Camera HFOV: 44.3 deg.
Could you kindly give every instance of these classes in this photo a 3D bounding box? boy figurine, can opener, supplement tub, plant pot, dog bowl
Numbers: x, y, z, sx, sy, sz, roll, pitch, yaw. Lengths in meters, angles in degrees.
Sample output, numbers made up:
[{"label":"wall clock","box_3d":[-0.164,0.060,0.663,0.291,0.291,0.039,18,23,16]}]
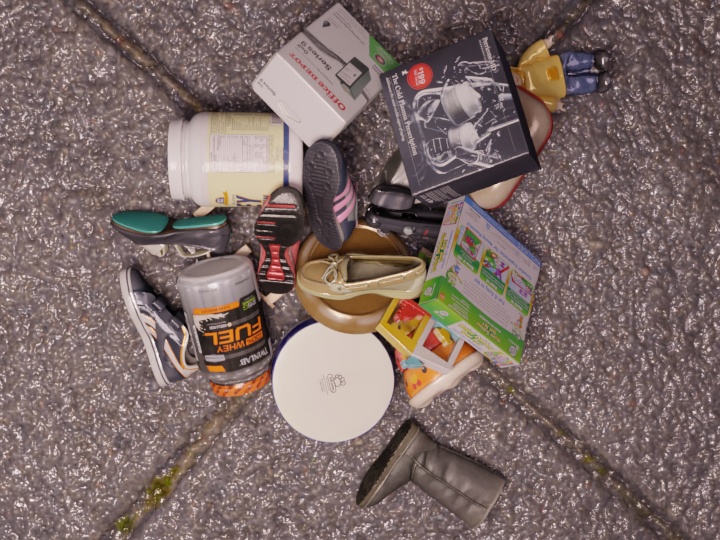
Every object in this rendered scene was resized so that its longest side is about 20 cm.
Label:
[{"label":"boy figurine","box_3d":[0.302,-0.320,1.440,0.199,0.064,0.125,-6,98,-7]},{"label":"can opener","box_3d":[0.098,-0.079,1.420,0.199,0.079,0.064,14,51,-22]},{"label":"supplement tub","box_3d":[-0.189,-0.170,1.361,0.199,0.145,0.146,0,94,-5]},{"label":"plant pot","box_3d":[-0.008,0.002,1.408,0.199,0.028,0.201,2,67,-6]},{"label":"supplement tub","box_3d":[-0.207,0.086,1.379,0.122,0.123,0.201,-13,108,-4]},{"label":"dog bowl","box_3d":[-0.046,0.173,1.432,0.199,0.079,0.201,0,94,-5]}]

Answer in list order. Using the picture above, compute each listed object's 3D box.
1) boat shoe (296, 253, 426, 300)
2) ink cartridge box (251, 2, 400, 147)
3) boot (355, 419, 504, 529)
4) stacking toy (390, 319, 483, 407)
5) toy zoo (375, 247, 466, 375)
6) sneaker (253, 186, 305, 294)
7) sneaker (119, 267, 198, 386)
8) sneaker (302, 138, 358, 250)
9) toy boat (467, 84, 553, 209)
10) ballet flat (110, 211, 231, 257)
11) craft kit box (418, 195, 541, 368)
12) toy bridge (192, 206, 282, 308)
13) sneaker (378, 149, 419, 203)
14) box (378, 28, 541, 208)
[{"label":"boat shoe","box_3d":[0.000,0.002,1.343,0.199,0.063,0.073,5,52,9]},{"label":"ink cartridge box","box_3d":[-0.048,-0.294,1.340,0.146,0.084,0.200,44,46,-7]},{"label":"boot","box_3d":[0.116,0.368,1.475,0.200,0.073,0.182,38,92,-14]},{"label":"stacking toy","box_3d":[0.091,0.108,1.436,0.146,0.146,0.200,-36,78,-2]},{"label":"toy zoo","box_3d":[0.108,0.071,1.367,0.131,0.020,0.200,34,55,-2]},{"label":"sneaker","box_3d":[-0.126,-0.060,1.359,0.073,0.087,0.201,8,132,-6]},{"label":"sneaker","box_3d":[-0.314,0.080,1.402,0.079,0.078,0.201,-18,107,1]},{"label":"sneaker","box_3d":[-0.039,-0.128,1.344,0.070,0.201,0.082,24,51,22]},{"label":"toy boat","box_3d":[0.228,-0.191,1.415,0.130,0.131,0.201,41,108,26]},{"label":"ballet flat","box_3d":[-0.298,-0.052,1.391,0.199,0.073,0.074,2,94,11]},{"label":"craft kit box","box_3d":[0.193,0.018,1.382,0.200,0.048,0.198,37,53,-28]},{"label":"toy bridge","box_3d":[-0.204,-0.017,1.429,0.067,0.027,0.200,-39,97,1]},{"label":"sneaker","box_3d":[0.107,-0.202,1.434,0.080,0.070,0.201,27,94,-22]},{"label":"box","box_3d":[0.147,-0.221,1.312,0.181,0.104,0.201,-19,77,17]}]
